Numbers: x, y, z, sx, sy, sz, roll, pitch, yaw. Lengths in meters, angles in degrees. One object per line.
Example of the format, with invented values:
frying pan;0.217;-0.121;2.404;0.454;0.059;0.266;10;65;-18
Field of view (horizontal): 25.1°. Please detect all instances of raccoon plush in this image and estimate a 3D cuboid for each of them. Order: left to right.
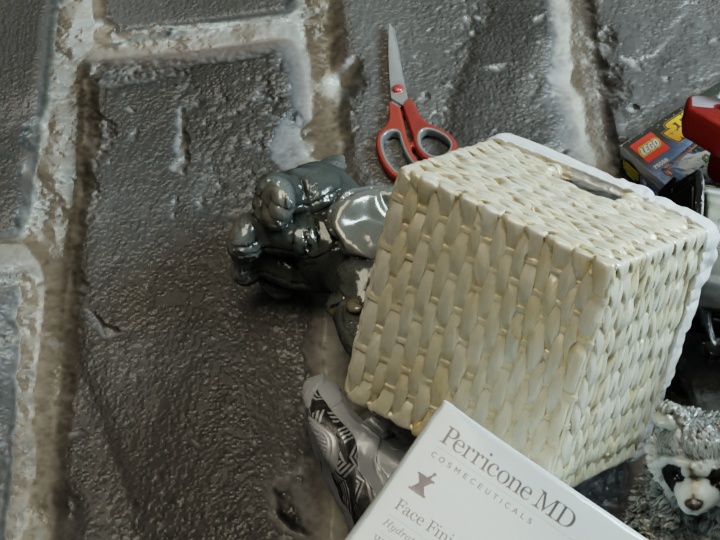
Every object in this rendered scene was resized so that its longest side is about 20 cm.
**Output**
raccoon plush;0.232;0.118;1.162;0.096;0.135;0.201;-5;30;-2

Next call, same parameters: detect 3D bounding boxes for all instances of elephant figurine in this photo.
elephant figurine;0.000;0.000;1.341;0.199;0.141;0.156;28;94;21

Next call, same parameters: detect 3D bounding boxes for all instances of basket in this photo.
basket;0.120;0.029;1.165;0.197;0.202;0.160;27;23;28

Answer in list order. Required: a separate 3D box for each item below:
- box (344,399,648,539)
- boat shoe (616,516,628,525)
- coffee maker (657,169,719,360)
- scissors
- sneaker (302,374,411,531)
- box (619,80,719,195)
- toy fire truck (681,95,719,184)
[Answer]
box;0.089;0.213;1.067;0.198;0.200;0.131;33;72;8
boat shoe;0.234;0.213;1.176;0.198;0.057;0.067;13;55;17
coffee maker;0.329;-0.005;1.273;0.198;0.136;0.192;10;13;-5
scissors;0.031;-0.160;1.523;0.073;0.014;0.201;-19;54;-5
sneaker;0.034;0.152;1.243;0.114;0.075;0.201;-22;58;-10
box;0.347;-0.108;1.424;0.199;0.040;0.137;-32;56;-17
toy fire truck;0.356;-0.102;1.277;0.198;0.113;0.168;11;18;6
